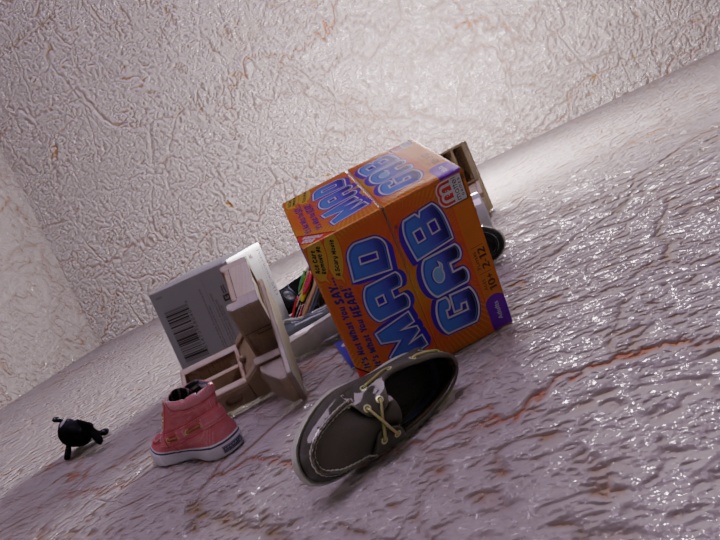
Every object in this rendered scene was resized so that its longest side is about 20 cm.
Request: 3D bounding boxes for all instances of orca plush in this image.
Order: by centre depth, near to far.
[{"bbox_3d":[-0.522,0.320,1.271,0.104,0.073,0.197,26,-23,-36],"label":"orca plush"}]

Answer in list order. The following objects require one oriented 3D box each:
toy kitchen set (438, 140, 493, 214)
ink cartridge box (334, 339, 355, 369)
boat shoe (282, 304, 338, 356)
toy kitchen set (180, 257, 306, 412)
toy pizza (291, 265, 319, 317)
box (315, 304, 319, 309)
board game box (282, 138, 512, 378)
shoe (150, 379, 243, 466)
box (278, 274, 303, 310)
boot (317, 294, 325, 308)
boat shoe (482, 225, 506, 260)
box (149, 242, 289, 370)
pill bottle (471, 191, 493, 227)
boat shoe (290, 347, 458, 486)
[{"bbox_3d":[0.198,-0.181,1.604,0.160,0.185,0.200,-23,4,20],"label":"toy kitchen set"},{"bbox_3d":[0.052,0.067,1.031,0.196,0.044,0.196,-26,8,-8],"label":"ink cartridge box"},{"bbox_3d":[-0.053,0.072,1.152,0.196,0.073,0.063,-29,53,0],"label":"boat shoe"},{"bbox_3d":[-0.181,0.135,0.942,0.176,0.202,0.165,-24,50,-3],"label":"toy kitchen set"},{"bbox_3d":[-0.101,0.030,1.333,0.200,0.031,0.206,-159,89,-82],"label":"toy pizza"},{"bbox_3d":[-0.004,0.023,1.442,0.198,0.051,0.156,-32,9,-33],"label":"box"},{"bbox_3d":[0.039,-0.014,0.852,0.196,0.204,0.200,-26,23,-4],"label":"board game box"},{"bbox_3d":[-0.236,0.201,0.915,0.197,0.093,0.071,-18,10,45],"label":"shoe"},{"bbox_3d":[-0.099,0.024,1.563,0.197,0.044,0.160,-34,-5,-9],"label":"box"},{"bbox_3d":[-0.014,0.009,1.259,0.203,0.072,0.076,-62,27,21],"label":"boot"},{"bbox_3d":[0.142,-0.028,1.134,0.194,0.077,0.066,-4,8,30],"label":"boat shoe"},{"bbox_3d":[-0.279,0.084,1.398,0.195,0.204,0.171,-21,9,18],"label":"box"},{"bbox_3d":[0.144,-0.058,1.256,0.196,0.116,0.114,-25,8,7],"label":"pill bottle"},{"bbox_3d":[0.019,0.129,0.637,0.200,0.074,0.060,-29,4,-43],"label":"boat shoe"}]
